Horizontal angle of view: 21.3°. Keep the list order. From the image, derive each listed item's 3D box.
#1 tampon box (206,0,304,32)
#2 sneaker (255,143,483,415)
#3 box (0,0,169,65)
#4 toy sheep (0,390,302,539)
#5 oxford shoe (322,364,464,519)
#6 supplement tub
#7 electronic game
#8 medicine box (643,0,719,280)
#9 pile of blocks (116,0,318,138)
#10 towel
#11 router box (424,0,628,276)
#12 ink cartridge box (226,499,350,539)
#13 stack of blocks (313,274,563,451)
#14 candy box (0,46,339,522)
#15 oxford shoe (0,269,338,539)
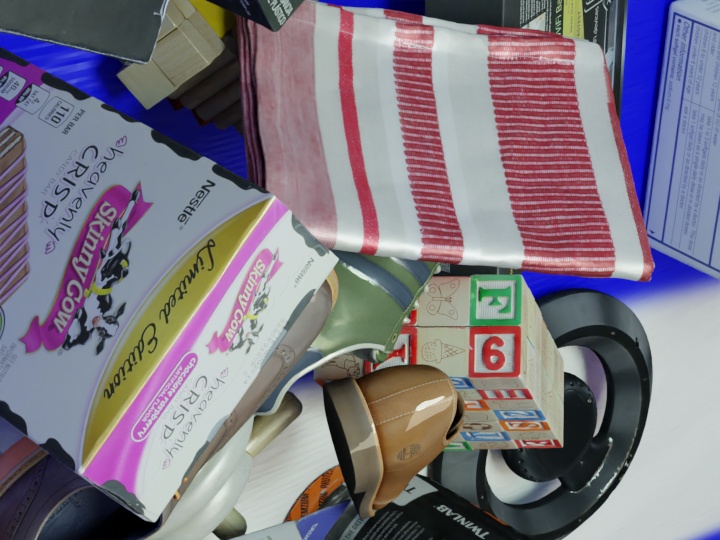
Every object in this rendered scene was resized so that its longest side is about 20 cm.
[{"bbox_3d":[-0.044,-0.237,0.828,0.200,0.126,0.150,-52,143,-13],"label":"tampon box"},{"bbox_3d":[0.000,0.000,0.934,0.200,0.067,0.090,-29,116,-36],"label":"sneaker"},{"bbox_3d":[-0.149,-0.178,0.681,0.104,0.200,0.148,7,108,-51],"label":"box"},{"bbox_3d":[-0.110,0.075,0.948,0.138,0.138,0.200,-50,125,-15],"label":"toy sheep"},{"bbox_3d":[0.020,0.087,1.006,0.071,0.071,0.200,-19,173,-6],"label":"oxford shoe"},{"bbox_3d":[0.050,0.201,1.154,0.122,0.200,0.123,-28,132,-37],"label":"supplement tub"},{"bbox_3d":[0.128,0.107,1.318,0.200,0.042,0.200,-19,121,-34],"label":"electronic game"},{"bbox_3d":[0.300,-0.076,1.271,0.103,0.200,0.183,-24,130,-39],"label":"medicine box"},{"bbox_3d":[-0.056,-0.100,0.972,0.062,0.082,0.200,-30,145,32],"label":"pile of blocks"},{"bbox_3d":[0.040,-0.065,0.913,0.200,0.144,0.023,6,145,-20],"label":"towel"},{"bbox_3d":[0.098,-0.109,1.106,0.157,0.052,0.200,-38,136,-47],"label":"router box"},{"bbox_3d":[-0.106,0.215,0.995,0.200,0.047,0.198,-7,139,-45],"label":"ink cartridge box"},{"bbox_3d":[0.051,0.058,1.121,0.200,0.115,0.059,52,39,-69],"label":"stack of blocks"},{"bbox_3d":[-0.126,-0.001,0.820,0.137,0.200,0.061,-56,143,-8],"label":"candy box"},{"bbox_3d":[-0.081,0.072,0.835,0.200,0.073,0.071,-44,124,11],"label":"oxford shoe"}]
